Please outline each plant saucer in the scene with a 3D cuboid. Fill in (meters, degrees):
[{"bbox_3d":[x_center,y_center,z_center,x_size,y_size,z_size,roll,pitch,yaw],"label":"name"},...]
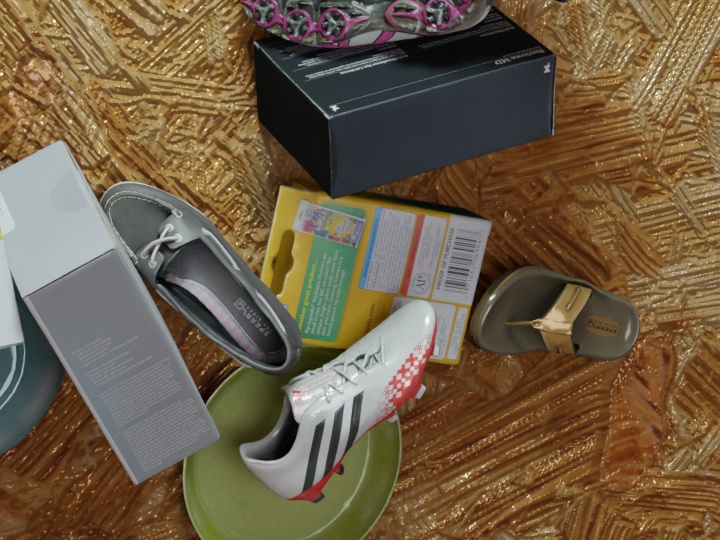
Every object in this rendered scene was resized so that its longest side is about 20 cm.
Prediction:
[{"bbox_3d":[-0.311,0.063,1.577,0.199,0.039,0.203,-6,104,-25],"label":"plant saucer"},{"bbox_3d":[-0.060,0.156,1.729,0.198,0.031,0.202,-7,105,-25],"label":"plant saucer"}]

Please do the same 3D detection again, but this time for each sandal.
[{"bbox_3d":[0.178,0.045,1.789,0.199,0.054,0.081,11,100,-39],"label":"sandal"}]

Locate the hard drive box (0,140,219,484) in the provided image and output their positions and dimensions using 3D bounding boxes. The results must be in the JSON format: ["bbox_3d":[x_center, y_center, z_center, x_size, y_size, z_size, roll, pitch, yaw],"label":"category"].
[{"bbox_3d":[-0.192,0.030,1.525,0.076,0.156,0.201,-28,128,-5],"label":"hard drive box"}]

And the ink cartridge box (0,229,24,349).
[{"bbox_3d":[-0.310,-0.036,1.468,0.082,0.146,0.202,-13,94,-22],"label":"ink cartridge box"}]

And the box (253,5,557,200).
[{"bbox_3d":[0.034,-0.143,1.632,0.199,0.141,0.079,-17,124,-21],"label":"box"}]

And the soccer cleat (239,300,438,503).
[{"bbox_3d":[-0.016,0.099,1.667,0.085,0.069,0.200,33,102,-34],"label":"soccer cleat"}]

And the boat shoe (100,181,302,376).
[{"bbox_3d":[-0.122,0.005,1.611,0.200,0.057,0.067,43,95,-7],"label":"boat shoe"}]

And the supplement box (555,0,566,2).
[{"bbox_3d":[0.100,-0.290,1.599,0.109,0.200,0.110,34,87,-29],"label":"supplement box"}]

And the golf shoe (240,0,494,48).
[{"bbox_3d":[0.006,-0.207,1.615,0.198,0.092,0.073,4,92,17],"label":"golf shoe"}]

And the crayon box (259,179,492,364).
[{"bbox_3d":[0.000,0.000,1.707,0.199,0.052,0.127,9,99,-28],"label":"crayon box"}]
